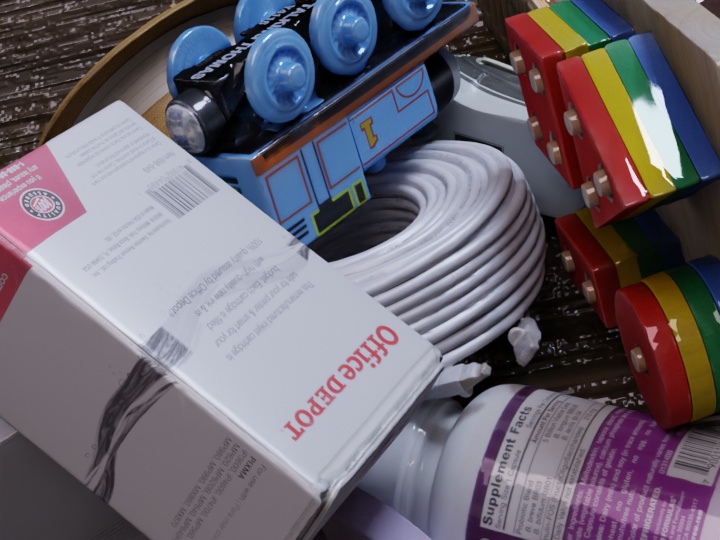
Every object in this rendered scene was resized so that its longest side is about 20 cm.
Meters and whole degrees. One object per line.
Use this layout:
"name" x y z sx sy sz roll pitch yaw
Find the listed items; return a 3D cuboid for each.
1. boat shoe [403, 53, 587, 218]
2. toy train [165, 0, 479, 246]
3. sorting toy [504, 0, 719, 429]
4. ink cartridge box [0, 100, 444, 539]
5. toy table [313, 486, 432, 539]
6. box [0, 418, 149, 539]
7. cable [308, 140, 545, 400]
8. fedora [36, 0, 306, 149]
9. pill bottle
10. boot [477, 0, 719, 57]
"boat shoe" 0.072 -0.085 1.044 0.063 0.071 0.199 -26 41 -38
"toy train" -0.018 -0.094 0.949 0.086 0.115 0.200 9 36 43
"sorting toy" 0.136 -0.031 0.862 0.069 0.202 0.199 -18 26 -3
"ink cartridge box" -0.079 0.033 0.810 0.199 0.085 0.146 36 32 7
"toy table" -0.004 0.194 0.851 0.117 0.185 0.199 -36 41 -24
"box" -0.163 0.082 0.938 0.097 0.200 0.125 -31 58 -2
"cable" 0.000 0.000 0.960 0.198 0.070 0.200 -13 25 16
"fedora" -0.087 -0.074 1.023 0.200 0.201 0.082 -36 72 -4
"pill bottle" 0.102 0.118 0.887 0.198 0.113 0.113 12 66 23
"boot" 0.177 -0.158 1.059 0.166 0.073 0.200 -34 55 -18
